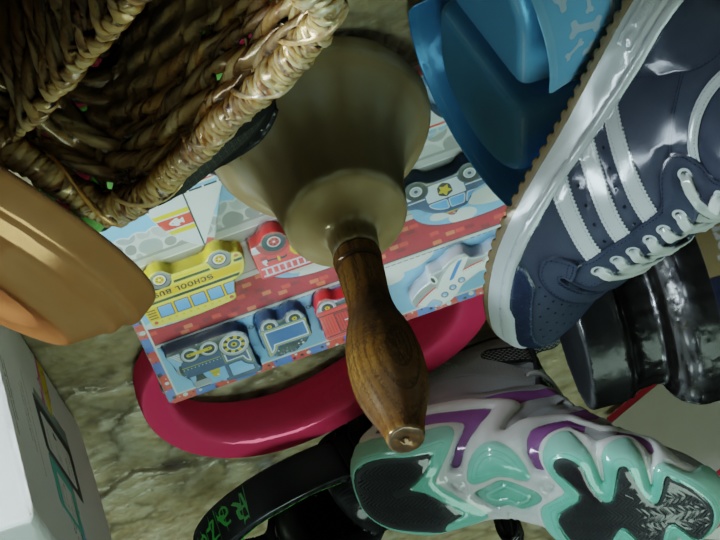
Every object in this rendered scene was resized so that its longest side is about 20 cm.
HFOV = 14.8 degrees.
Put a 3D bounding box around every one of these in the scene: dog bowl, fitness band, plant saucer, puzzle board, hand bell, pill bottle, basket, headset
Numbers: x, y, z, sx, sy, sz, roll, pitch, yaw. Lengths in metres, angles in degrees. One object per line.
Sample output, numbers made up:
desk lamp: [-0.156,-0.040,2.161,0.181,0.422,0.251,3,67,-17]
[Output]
dog bowl: [0.068,-0.104,1.163,0.049,0.112,0.200,-29,153,-12]
fitness band: [-0.026,0.037,1.427,0.199,0.038,0.143,-32,151,25]
plant saucer: [-0.175,-0.024,1.094,0.038,0.199,0.200,-61,150,-10]
puzzle board: [-0.020,-0.018,1.306,0.199,0.017,0.151,-20,134,2]
hand bell: [0.000,0.000,1.180,0.103,0.201,0.105,-7,132,-8]
pill bottle: [0.201,0.004,1.415,0.199,0.112,0.112,-16,151,-5]
basket: [-0.111,-0.117,0.953,0.142,0.150,0.200,3,159,-30]
headset: [0.002,0.138,1.551,0.199,0.094,0.124,-13,154,-39]

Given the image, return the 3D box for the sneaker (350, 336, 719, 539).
sneaker: [0.103,0.078,1.470,0.199,0.140,0.078,7,128,13]

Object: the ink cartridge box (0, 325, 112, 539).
ink cartridge box: [-0.213,0.119,1.341,0.146,0.147,0.200,-19,151,1]

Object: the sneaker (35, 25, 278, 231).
sneaker: [-0.068,-0.090,1.159,0.083,0.077,0.200,-14,160,-45]

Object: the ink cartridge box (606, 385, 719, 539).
ink cartridge box: [0.271,0.094,1.638,0.199,0.085,0.145,9,141,-38]

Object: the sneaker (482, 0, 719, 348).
sneaker: [0.128,-0.025,1.121,0.070,0.108,0.201,-21,144,-50]
